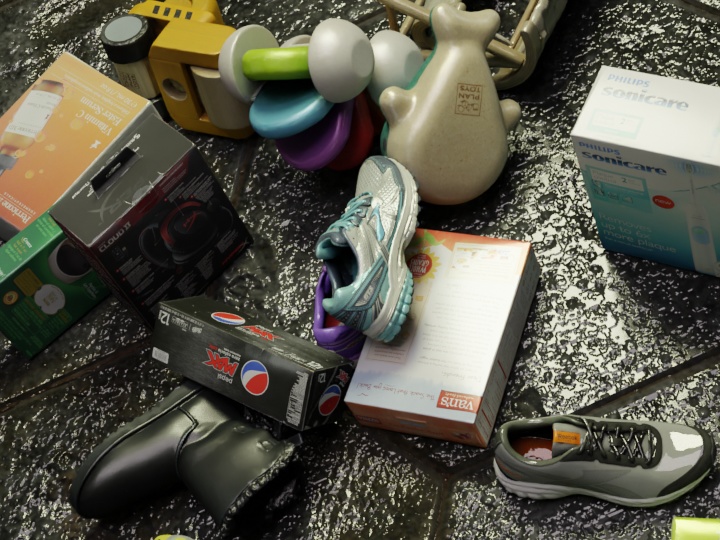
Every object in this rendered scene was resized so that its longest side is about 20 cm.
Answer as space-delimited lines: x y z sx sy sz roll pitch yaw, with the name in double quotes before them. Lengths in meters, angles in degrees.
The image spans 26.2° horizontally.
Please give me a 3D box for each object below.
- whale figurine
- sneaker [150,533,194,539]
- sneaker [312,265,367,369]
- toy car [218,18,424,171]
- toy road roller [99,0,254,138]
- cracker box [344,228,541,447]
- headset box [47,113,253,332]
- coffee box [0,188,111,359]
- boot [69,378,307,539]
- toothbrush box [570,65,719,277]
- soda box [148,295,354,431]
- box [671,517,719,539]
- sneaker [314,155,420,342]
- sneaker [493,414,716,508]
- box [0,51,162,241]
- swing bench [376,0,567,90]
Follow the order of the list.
"whale figurine" 0.085 -0.169 1.569 0.159 0.200 0.104 1 12 -24
"sneaker" -0.207 0.329 1.416 0.076 0.075 0.200 19 56 35
"sneaker" 0.000 0.000 1.540 0.081 0.083 0.200 2 59 19
"toy car" -0.042 -0.177 1.604 0.175 0.200 0.150 3 92 37
"toy road roller" -0.181 -0.247 1.735 0.200 0.123 0.146 15 54 26
"cracker box" 0.082 0.062 1.490 0.134 0.058 0.200 8 61 24
"headset box" -0.212 -0.050 1.570 0.149 0.200 0.075 -46 57 -12
"coffee box" -0.308 -0.009 1.625 0.200 0.123 0.044 -41 53 -8
"boot" -0.159 0.199 1.470 0.198 0.073 0.162 -39 51 -17
"toothbrush box" 0.290 -0.087 1.428 0.146 0.200 0.085 16 65 25
"soda box" -0.107 0.087 1.499 0.200 0.071 0.063 22 107 32
"box" 0.356 0.245 1.245 0.200 0.122 0.048 0 57 18
"sneaker" 0.004 -0.033 1.475 0.078 0.086 0.200 -43 37 46
"sneaker" 0.213 0.163 1.371 0.200 0.079 0.074 -4 56 14
"box" -0.324 -0.114 1.704 0.152 0.106 0.200 30 72 31
"swing bench" 0.140 -0.314 1.668 0.200 0.130 0.199 18 66 21
